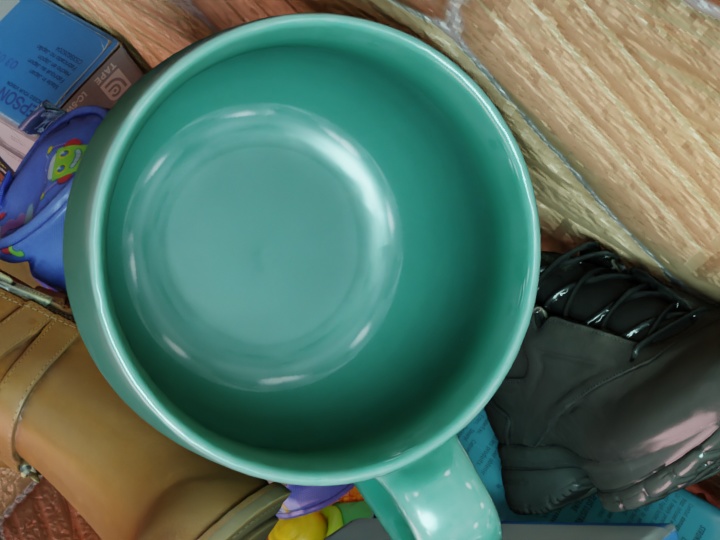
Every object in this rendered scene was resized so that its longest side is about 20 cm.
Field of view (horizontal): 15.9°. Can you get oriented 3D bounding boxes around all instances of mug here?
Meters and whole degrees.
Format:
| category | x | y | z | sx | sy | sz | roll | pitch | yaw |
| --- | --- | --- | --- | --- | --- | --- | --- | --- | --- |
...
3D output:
| category | x | y | z | sx | sy | sz | roll | pitch | yaw |
| --- | --- | --- | --- | --- | --- | --- | --- | --- | --- |
| mug | -0.026 | 0.008 | 0.882 | 0.152 | 0.185 | 0.114 | 4 | 180 | -13 |

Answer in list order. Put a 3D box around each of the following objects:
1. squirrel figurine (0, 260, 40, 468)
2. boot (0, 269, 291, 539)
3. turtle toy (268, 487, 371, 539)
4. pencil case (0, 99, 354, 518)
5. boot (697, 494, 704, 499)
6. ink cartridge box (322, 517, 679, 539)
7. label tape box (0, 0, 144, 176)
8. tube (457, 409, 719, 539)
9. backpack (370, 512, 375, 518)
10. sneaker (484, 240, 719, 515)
| category | x | y | z | sx | sy | sz | roll | pitch | yaw |
| --- | --- | --- | --- | --- | --- | --- | --- | --- | --- |
| squirrel figurine | -0.113 | 0.047 | 1.393 | 0.200 | 0.142 | 0.187 | 18 | -174 | 25 |
| boot | -0.106 | 0.063 | 0.943 | 0.155 | 0.074 | 0.200 | 33 | -172 | -2 |
| turtle toy | 0.046 | 0.193 | 1.607 | 0.200 | 0.101 | 0.146 | 29 | 165 | 43 |
| pencil case | -0.074 | 0.019 | 1.075 | 0.087 | 0.078 | 0.200 | -17 | 128 | 42 |
| boot | 0.107 | 0.202 | 1.115 | 0.155 | 0.200 | 0.074 | 60 | -172 | 5 |
| ink cartridge box | 0.051 | 0.196 | 0.919 | 0.145 | 0.084 | 0.200 | -4 | 104 | 37 |
| label tape box | -0.133 | -0.058 | 1.287 | 0.144 | 0.063 | 0.200 | 31 | 166 | 41 |
| tube | 0.056 | 0.073 | 1.006 | 0.200 | 0.077 | 0.050 | 31 | 142 | 6 |
| backpack | 0.067 | 0.221 | 1.388 | 0.153 | 0.200 | 0.176 | 27 | 177 | -38 |
| sneaker | 0.087 | 0.033 | 0.889 | 0.091 | 0.076 | 0.200 | 66 | 154 | -2 |
